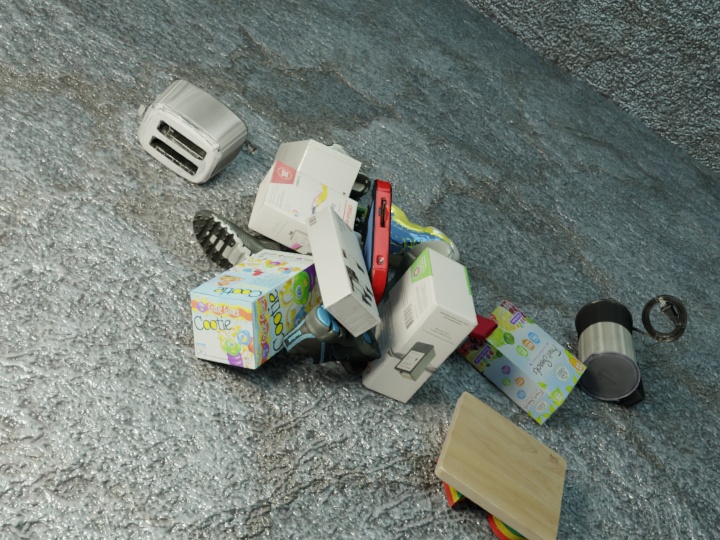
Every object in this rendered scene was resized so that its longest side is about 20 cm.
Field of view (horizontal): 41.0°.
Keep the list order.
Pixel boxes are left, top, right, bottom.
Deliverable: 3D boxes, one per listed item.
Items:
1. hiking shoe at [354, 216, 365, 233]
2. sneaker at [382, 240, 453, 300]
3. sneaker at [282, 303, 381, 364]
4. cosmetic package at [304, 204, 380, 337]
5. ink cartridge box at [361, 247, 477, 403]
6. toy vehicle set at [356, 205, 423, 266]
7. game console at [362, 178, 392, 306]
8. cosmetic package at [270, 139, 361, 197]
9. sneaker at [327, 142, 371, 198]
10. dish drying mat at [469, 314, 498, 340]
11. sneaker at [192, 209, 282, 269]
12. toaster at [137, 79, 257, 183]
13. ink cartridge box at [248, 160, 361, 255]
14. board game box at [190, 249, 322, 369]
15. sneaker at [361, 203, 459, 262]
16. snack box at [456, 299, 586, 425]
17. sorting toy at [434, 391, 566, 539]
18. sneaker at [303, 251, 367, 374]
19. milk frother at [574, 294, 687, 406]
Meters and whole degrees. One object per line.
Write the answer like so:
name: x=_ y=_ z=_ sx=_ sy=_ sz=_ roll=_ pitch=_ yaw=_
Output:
hiking shoe: x=-0.092 y=-0.088 z=1.699 sx=0.200 sy=0.087 sz=0.074 roll=15 pitch=37 yaw=-30
sneaker: x=0.094 y=0.023 z=1.626 sx=0.080 sy=0.200 sz=0.070 roll=17 pitch=39 yaw=-38
sneaker: x=-0.040 y=0.102 z=1.431 sx=0.200 sy=0.082 sz=0.073 roll=29 pitch=31 yaw=-55
cosmetic package: x=-0.027 y=-0.003 z=1.428 sx=0.083 sy=0.051 sz=0.200 roll=48 pitch=18 yaw=-40
ink cartridge box: x=0.087 y=0.088 z=1.527 sx=0.084 sy=0.200 sz=0.146 roll=25 pitch=33 yaw=-21
toy vehicle set: x=0.049 y=-0.063 z=1.860 sx=0.200 sy=0.027 sz=0.124 roll=16 pitch=36 yaw=-29
game console: x=0.018 y=-0.029 z=1.548 sx=0.031 sy=0.177 sz=0.200 roll=8 pitch=65 yaw=-8
cosmetic package: x=-0.088 y=-0.175 z=1.732 sx=0.108 sy=0.085 sz=0.200 roll=24 pitch=-4 yaw=-21
sneaker: x=-0.080 y=-0.216 z=1.916 sx=0.200 sy=0.076 sz=0.115 roll=22 pitch=24 yaw=-36
dish drying mat: x=0.141 y=0.073 z=1.707 sx=0.200 sy=0.018 sz=0.077 roll=21 pitch=28 yaw=21
sneaker: x=-0.183 y=-0.032 z=1.561 sx=0.200 sy=0.066 sz=0.091 roll=39 pitch=28 yaw=-3
toaster: x=-0.291 y=-0.235 z=1.685 sx=0.200 sy=0.114 sz=0.129 roll=37 pitch=35 yaw=-3
ink cartridge box: x=-0.075 y=-0.085 z=1.599 sx=0.200 sy=0.068 sz=0.117 roll=26 pitch=42 yaw=-17
board game box: x=-0.147 y=0.052 z=1.408 sx=0.105 sy=0.103 sz=0.200 roll=9 pitch=22 yaw=25
sneaker: x=0.084 y=-0.046 z=1.791 sx=0.200 sy=0.076 sz=0.105 roll=31 pitch=43 yaw=5
snack box: x=0.298 y=0.163 z=1.757 sx=0.200 sy=0.068 sz=0.169 roll=42 pitch=33 yaw=9
sorting toy: x=0.204 y=0.313 z=1.462 sx=0.200 sy=0.070 sz=0.199 roll=35 pitch=31 yaw=-2
sneaker: x=-0.050 y=0.067 z=1.537 sx=0.060 sy=0.104 sz=0.200 roll=-17 pitch=98 yaw=-44
milk frother: x=0.535 y=0.143 z=1.890 sx=0.180 sy=0.200 sz=0.188 roll=34 pitch=31 yaw=-11
